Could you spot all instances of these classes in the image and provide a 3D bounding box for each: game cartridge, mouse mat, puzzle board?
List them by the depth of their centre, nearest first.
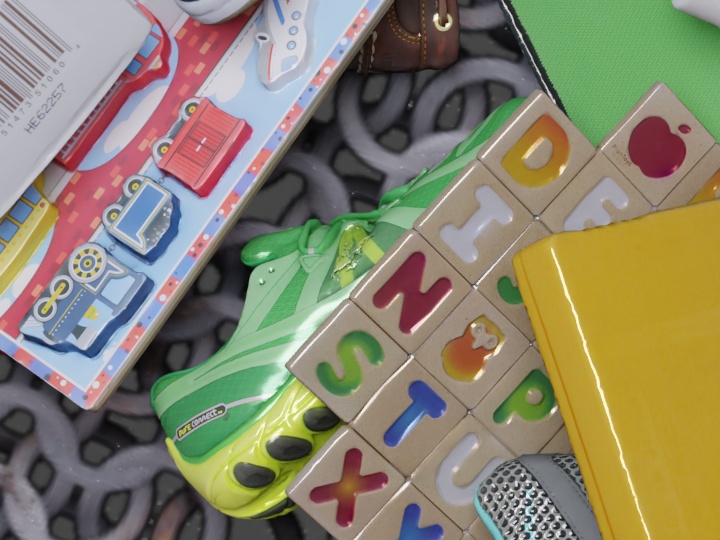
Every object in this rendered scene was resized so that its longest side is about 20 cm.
[{"bbox_3d":[0.158,0.057,0.956,0.200,0.032,0.177,-12,80,-35],"label":"game cartridge"},{"bbox_3d":[-0.094,-0.067,0.992,0.151,0.017,0.200,32,82,26],"label":"puzzle board"},{"bbox_3d":[0.150,-0.115,1.023,0.200,0.008,0.161,-25,84,-15],"label":"mouse mat"}]

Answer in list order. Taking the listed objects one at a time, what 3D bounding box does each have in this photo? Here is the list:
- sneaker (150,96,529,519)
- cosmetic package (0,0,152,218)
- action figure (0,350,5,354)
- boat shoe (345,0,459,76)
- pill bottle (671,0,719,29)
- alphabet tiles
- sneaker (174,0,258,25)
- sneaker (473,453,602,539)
[{"bbox_3d":[0.000,0.000,1.006,0.200,0.074,0.084,-44,63,-11],"label":"sneaker"},{"bbox_3d":[-0.172,-0.103,0.985,0.102,0.074,0.200,-49,41,-2],"label":"cosmetic package"},{"bbox_3d":[-0.119,-0.070,1.041,0.065,0.052,0.200,25,81,1],"label":"action figure"},{"bbox_3d":[0.010,-0.174,1.037,0.070,0.070,0.201,2,90,-1],"label":"boat shoe"},{"bbox_3d":[0.217,-0.095,0.971,0.200,0.109,0.109,20,85,-6],"label":"pill bottle"},{"bbox_3d":[0.072,0.036,0.988,0.200,0.006,0.166,-47,117,-2],"label":"alphabet tiles"},{"bbox_3d":[-0.073,-0.187,0.955,0.070,0.108,0.200,-25,50,37],"label":"sneaker"},{"bbox_3d":[0.070,0.156,0.981,0.091,0.078,0.201,9,95,12],"label":"sneaker"}]
